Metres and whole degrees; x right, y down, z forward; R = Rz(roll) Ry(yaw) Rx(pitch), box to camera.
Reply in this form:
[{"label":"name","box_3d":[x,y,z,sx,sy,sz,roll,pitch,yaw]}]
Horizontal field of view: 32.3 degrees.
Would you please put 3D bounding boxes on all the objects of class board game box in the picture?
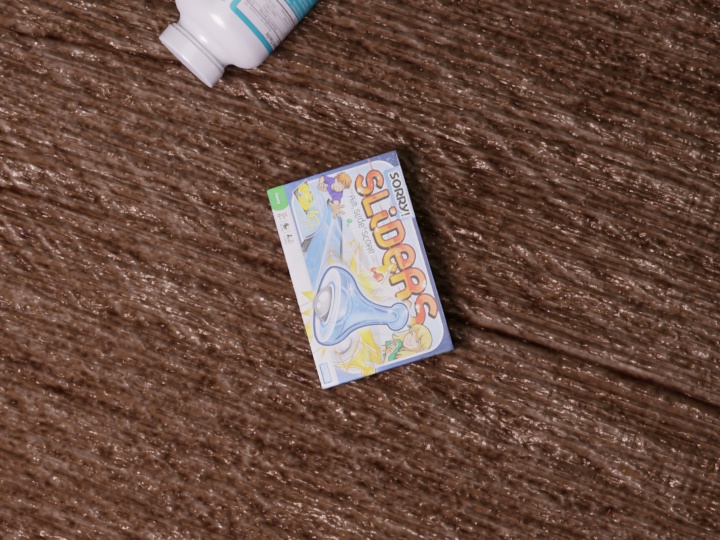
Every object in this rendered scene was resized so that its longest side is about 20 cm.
[{"label":"board game box","box_3d":[0.000,0.000,1.210,0.134,0.034,0.202,-17,84,1]}]

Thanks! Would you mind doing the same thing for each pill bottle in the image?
[{"label":"pill bottle","box_3d":[-0.103,-0.275,1.203,0.111,0.111,0.200,42,88,6]}]
